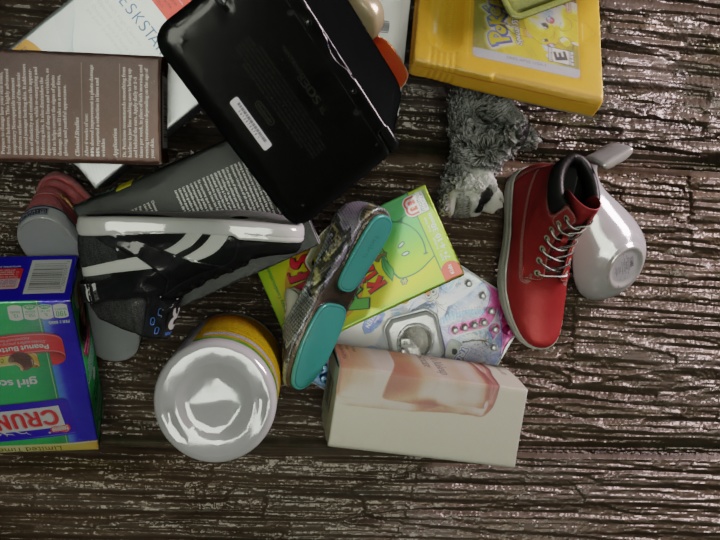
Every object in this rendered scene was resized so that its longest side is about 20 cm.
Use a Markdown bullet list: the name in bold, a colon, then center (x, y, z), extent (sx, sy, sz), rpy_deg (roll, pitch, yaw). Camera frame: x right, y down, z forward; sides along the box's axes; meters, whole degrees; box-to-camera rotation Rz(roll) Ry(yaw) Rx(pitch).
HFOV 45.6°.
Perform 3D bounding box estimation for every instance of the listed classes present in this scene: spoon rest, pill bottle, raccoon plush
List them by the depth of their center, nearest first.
- **pill bottle**: center (-0.133, 0.104, 0.851), extent (0.109, 0.200, 0.113), rpy_deg (0, 97, -2)
- **raccoon plush**: center (0.099, -0.151, 0.930), extent (0.134, 0.097, 0.201), rpy_deg (-40, 73, 11)
- **spoon rest**: center (0.268, -0.052, 0.935), extent (0.099, 0.061, 0.202), rpy_deg (-28, 130, -15)

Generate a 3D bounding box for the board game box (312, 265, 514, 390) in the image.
- **board game box**: center (0.062, 0.080, 0.963), extent (0.199, 0.026, 0.201), rpy_deg (31, 92, -9)

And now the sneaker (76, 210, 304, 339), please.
- **sneaker**: center (-0.148, 0.005, 0.761), extent (0.197, 0.073, 0.114), rpy_deg (1, 102, 1)

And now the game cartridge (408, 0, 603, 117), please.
- **game cartridge**: center (0.152, -0.256, 0.888), extent (0.197, 0.033, 0.178), rpy_deg (11, 61, -10)

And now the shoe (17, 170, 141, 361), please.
- **shoe**: center (-0.281, -0.003, 0.892), extent (0.071, 0.092, 0.201), rpy_deg (-16, 128, 7)

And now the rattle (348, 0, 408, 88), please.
- **rattle**: center (-0.016, -0.289, 0.861), extent (0.199, 0.144, 0.130), rpy_deg (34, 130, -15)

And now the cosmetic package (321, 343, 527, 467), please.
- **cosmetic package**: center (0.063, 0.140, 0.906), extent (0.197, 0.103, 0.088), rpy_deg (9, 97, -9)

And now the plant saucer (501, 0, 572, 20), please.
- **plant saucer**: center (0.198, -0.356, 0.887), extent (0.198, 0.048, 0.202), rpy_deg (-21, 74, -9)

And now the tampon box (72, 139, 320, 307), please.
- **tampon box**: center (-0.157, -0.051, 0.859), extent (0.198, 0.150, 0.128), rpy_deg (-24, 100, -4)

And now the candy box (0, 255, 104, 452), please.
- **candy box**: center (-0.351, 0.088, 0.846), extent (0.167, 0.077, 0.202), rpy_deg (-2, 129, -7)

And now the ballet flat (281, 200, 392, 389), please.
- **ballet flat**: center (-0.038, 0.020, 0.866), extent (0.071, 0.072, 0.202), rpy_deg (27, 92, -9)

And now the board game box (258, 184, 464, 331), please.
- **board game box**: center (0.000, 0.000, 0.911), extent (0.198, 0.048, 0.103), rpy_deg (-25, 86, 5)

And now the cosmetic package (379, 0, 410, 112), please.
- **cosmetic package**: center (0.010, -0.268, 0.905), extent (0.081, 0.051, 0.203), rpy_deg (5, 96, -8)

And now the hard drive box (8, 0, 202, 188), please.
- **hard drive box**: center (-0.236, -0.207, 0.869), extent (0.199, 0.077, 0.156), rpy_deg (-40, 100, -1)

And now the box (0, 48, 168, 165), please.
- **box**: center (-0.280, -0.149, 0.796), extent (0.197, 0.075, 0.102), rpy_deg (1, 98, -9)

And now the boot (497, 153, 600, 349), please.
- **boot**: center (0.203, -0.015, 0.896), extent (0.071, 0.144, 0.203), rpy_deg (-2, 90, -15)

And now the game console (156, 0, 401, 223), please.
- **game console**: center (-0.058, -0.176, 0.743), extent (0.175, 0.116, 0.201), rpy_deg (-40, 117, -5)
